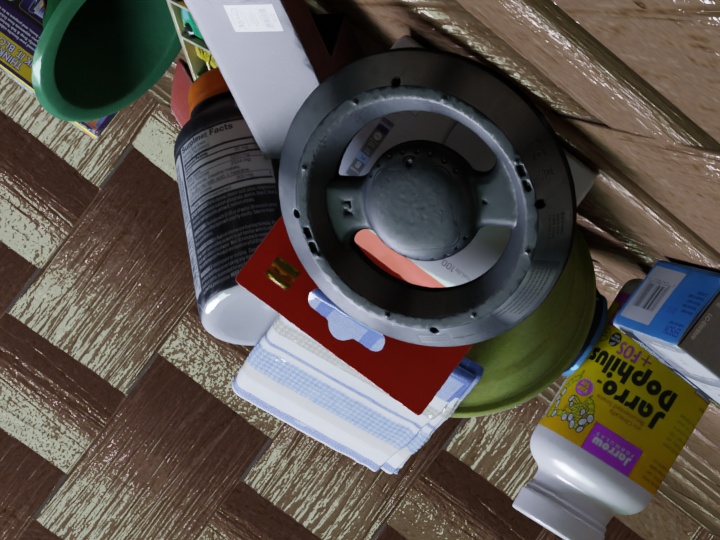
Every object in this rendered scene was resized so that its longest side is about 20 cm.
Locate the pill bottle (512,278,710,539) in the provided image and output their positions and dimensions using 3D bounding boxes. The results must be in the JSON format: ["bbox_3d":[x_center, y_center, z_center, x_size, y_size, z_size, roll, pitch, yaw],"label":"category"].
[{"bbox_3d":[0.199,0.114,1.749,0.104,0.200,0.104,31,176,2],"label":"pill bottle"}]

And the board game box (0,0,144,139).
[{"bbox_3d":[-0.264,-0.240,2.020,0.200,0.165,0.057,38,177,-11],"label":"board game box"}]

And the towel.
[{"bbox_3d":[-0.005,0.079,1.662,0.147,0.024,0.200,28,149,-5],"label":"towel"}]

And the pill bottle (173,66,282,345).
[{"bbox_3d":[-0.080,-0.054,1.694,0.106,0.106,0.200,41,-147,-55],"label":"pill bottle"}]

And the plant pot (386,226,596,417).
[{"bbox_3d":[0.068,-0.018,1.641,0.200,0.200,0.184,36,166,18],"label":"plant pot"}]

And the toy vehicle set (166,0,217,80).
[{"bbox_3d":[-0.093,-0.178,1.810,0.200,0.026,0.124,32,146,53],"label":"toy vehicle set"}]

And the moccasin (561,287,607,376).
[{"bbox_3d":[0.141,0.020,1.798,0.068,0.081,0.200,34,-166,-15],"label":"moccasin"}]

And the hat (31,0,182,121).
[{"bbox_3d":[-0.253,-0.257,1.972,0.166,0.200,0.176,-5,-140,-50],"label":"hat"}]

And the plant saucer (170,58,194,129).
[{"bbox_3d":[-0.084,-0.067,1.975,0.200,0.037,0.200,60,-169,29],"label":"plant saucer"}]

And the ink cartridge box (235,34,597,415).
[{"bbox_3d":[0.034,-0.029,1.513,0.160,0.200,0.047,36,180,4],"label":"ink cartridge box"}]

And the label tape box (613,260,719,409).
[{"bbox_3d":[0.287,0.080,1.593,0.200,0.063,0.144,38,177,-12],"label":"label tape box"}]

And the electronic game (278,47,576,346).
[{"bbox_3d":[0.041,-0.045,1.464,0.200,0.200,0.042,36,-151,6],"label":"electronic game"}]

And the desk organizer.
[{"bbox_3d":[-0.058,-0.169,1.583,0.072,0.077,0.200,0,143,22],"label":"desk organizer"}]
